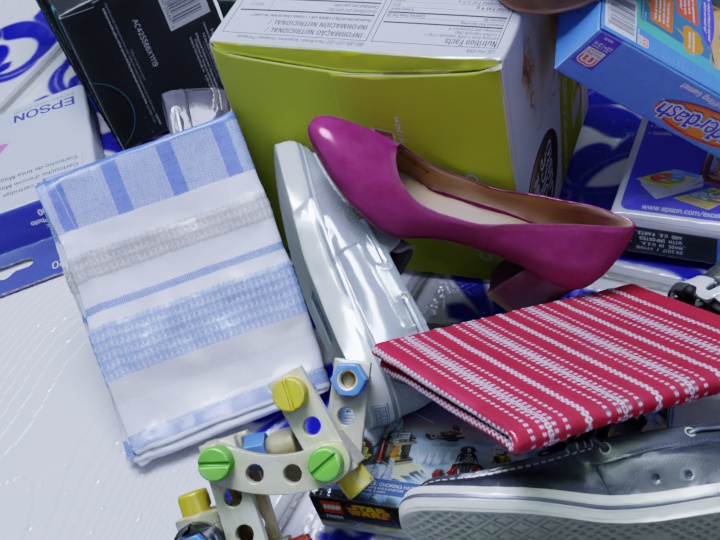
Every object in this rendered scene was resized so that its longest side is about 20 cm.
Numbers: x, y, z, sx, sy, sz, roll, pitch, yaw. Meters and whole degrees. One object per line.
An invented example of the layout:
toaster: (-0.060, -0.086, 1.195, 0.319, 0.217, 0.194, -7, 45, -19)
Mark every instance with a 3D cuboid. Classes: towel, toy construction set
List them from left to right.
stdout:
towel: (-0.116, 0.012, 0.713, 0.146, 0.201, 0.024, -19, 2, -2)
toy construction set: (-0.030, 0.156, 0.577, 0.130, 0.092, 0.201, -19, 70, 6)
towel: (0.125, 0.049, 0.592, 0.199, 0.023, 0.144, -11, 18, -26)

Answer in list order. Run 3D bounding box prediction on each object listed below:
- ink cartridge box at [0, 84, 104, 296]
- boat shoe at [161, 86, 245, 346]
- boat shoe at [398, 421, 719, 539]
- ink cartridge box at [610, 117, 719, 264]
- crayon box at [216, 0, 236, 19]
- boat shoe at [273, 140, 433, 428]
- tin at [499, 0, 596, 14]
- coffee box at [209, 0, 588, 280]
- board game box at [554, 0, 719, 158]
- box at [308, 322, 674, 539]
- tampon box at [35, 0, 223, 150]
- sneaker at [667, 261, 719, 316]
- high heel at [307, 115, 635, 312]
ink cartridge box: (-0.312, -0.060, 0.920, 0.195, 0.043, 0.201, -20, 44, -3)
boat shoe: (-0.120, -0.030, 0.759, 0.062, 0.073, 0.202, 6, 85, -15)
boat shoe: (0.119, 0.113, 0.552, 0.198, 0.075, 0.063, -6, 47, 6)
ink cartridge box: (0.294, -0.082, 0.751, 0.197, 0.044, 0.201, 10, 53, 23)
crayon box: (-0.040, -0.303, 1.054, 0.126, 0.051, 0.201, 7, 50, 23)
boat shoe: (0.000, 0.000, 0.680, 0.071, 0.070, 0.202, -17, 64, -12)
tin: (0.102, -0.230, 0.654, 0.112, 0.042, 0.200, -39, 46, 9)
coffee box: (0.043, -0.135, 0.768, 0.199, 0.200, 0.199, 8, 51, 22)
board game box: (0.216, -0.151, 0.679, 0.199, 0.045, 0.153, 23, 56, -20)
box: (0.083, 0.099, 0.651, 0.198, 0.040, 0.137, 3, 49, 20)
tampon box: (-0.216, -0.238, 0.977, 0.126, 0.150, 0.200, -29, 47, -10)
sneaker: (0.280, 0.042, 0.624, 0.090, 0.067, 0.200, -36, 46, -14)
high heel: (0.067, -0.052, 0.652, 0.096, 0.199, 0.068, -44, 25, 33)
